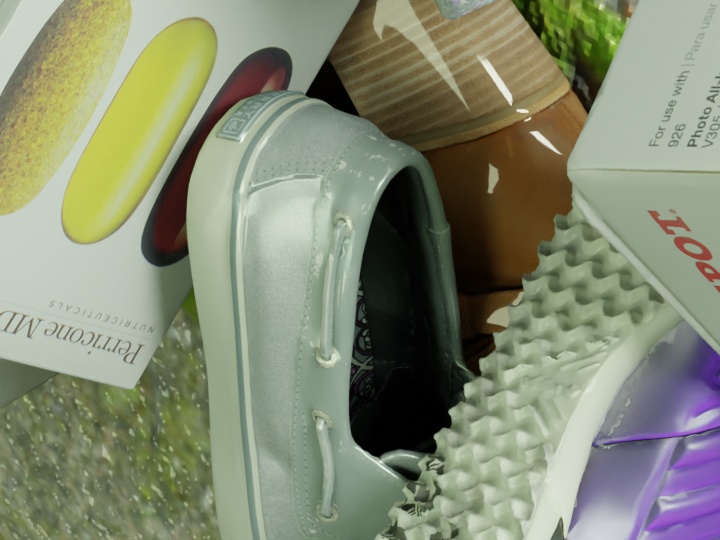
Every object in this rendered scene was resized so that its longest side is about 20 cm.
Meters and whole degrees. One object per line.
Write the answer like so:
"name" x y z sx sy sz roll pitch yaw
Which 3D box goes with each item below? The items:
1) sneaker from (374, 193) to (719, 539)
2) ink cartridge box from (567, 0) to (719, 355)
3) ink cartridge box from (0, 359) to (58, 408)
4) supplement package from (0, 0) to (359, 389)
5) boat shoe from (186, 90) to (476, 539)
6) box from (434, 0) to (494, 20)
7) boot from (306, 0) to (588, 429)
"sneaker" 0.086 0.045 0.795 0.099 0.200 0.070 37 175 -31
"ink cartridge box" 0.171 -0.015 0.663 0.200 0.084 0.146 4 151 41
"ink cartridge box" -0.196 0.010 0.981 0.147 0.200 0.086 14 121 37
"supplement package" -0.081 -0.084 0.814 0.110 0.114 0.200 42 108 41
"boat shoe" 0.002 0.045 0.824 0.071 0.070 0.201 19 133 36
"box" 0.047 -0.185 0.698 0.115 0.132 0.200 -25 94 49
"boot" 0.000 0.000 0.889 0.200 0.074 0.155 -20 102 49
